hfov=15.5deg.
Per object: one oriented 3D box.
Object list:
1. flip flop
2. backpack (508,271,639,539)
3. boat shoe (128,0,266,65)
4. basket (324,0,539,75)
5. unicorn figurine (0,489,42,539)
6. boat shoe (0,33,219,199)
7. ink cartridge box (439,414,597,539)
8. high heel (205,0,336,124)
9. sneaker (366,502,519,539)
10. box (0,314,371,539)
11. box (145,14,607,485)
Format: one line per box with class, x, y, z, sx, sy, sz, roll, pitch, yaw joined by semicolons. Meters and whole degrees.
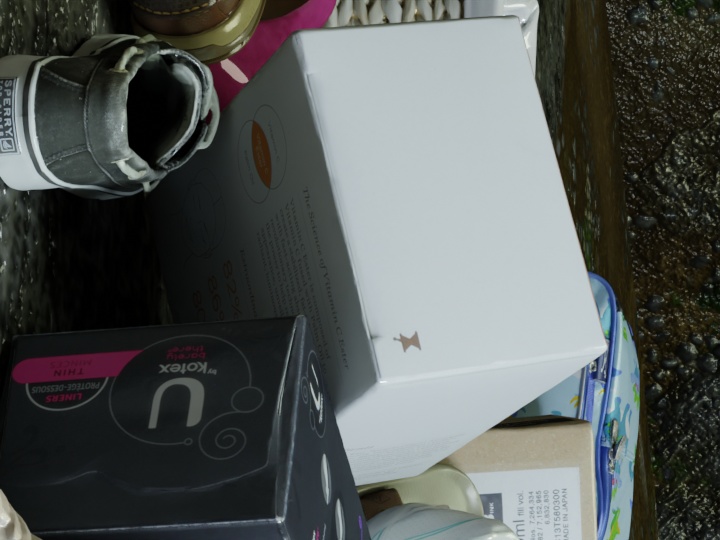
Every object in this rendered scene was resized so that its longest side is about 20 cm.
flip flop;0.011;0.143;1.283;0.200;0.057;0.081;-19;104;-53
backpack;0.068;0.103;1.547;0.147;0.182;0.201;44;46;-71
boat shoe;-0.066;-0.185;1.231;0.068;0.072;0.201;77;18;-47
basket;0.035;-0.107;1.574;0.136;0.123;0.201;64;27;-63
unicorn figurine;-0.098;0.141;0.893;0.074;0.199;0.138;-52;-161;48
boat shoe;-0.093;-0.062;1.095;0.200;0.063;0.071;-33;120;-76
ink cartridge box;0.042;0.181;1.409;0.075;0.164;0.201;180;-93;-75
high heel;-0.049;-0.145;1.299;0.096;0.067;0.201;89;9;-52
sneaker;-0.008;0.164;1.178;0.200;0.080;0.071;-37;104;-32
box;-0.064;0.123;1.051;0.200;0.122;0.106;76;14;-46
box;0.000;0.000;1.135;0.200;0.106;0.153;-39;-119;60
